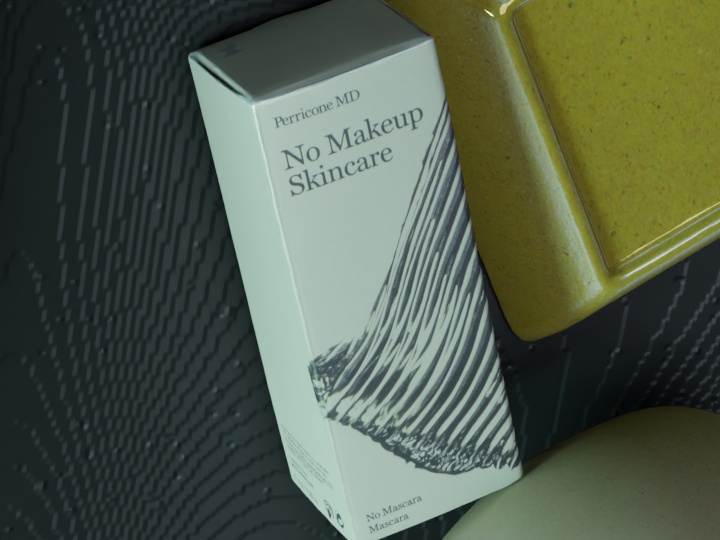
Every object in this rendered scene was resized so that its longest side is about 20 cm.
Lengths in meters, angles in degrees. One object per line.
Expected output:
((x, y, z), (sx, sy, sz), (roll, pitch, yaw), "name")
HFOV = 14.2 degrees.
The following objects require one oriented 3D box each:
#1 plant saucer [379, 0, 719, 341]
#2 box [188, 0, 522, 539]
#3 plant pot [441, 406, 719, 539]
((0.124, -0.087, 1.163), (0.200, 0.048, 0.200), (-30, 121, -10), "plant saucer")
((0.000, 0.000, 1.129), (0.082, 0.068, 0.200), (-22, 119, -15), "box")
((0.125, 0.135, 1.193), (0.200, 0.200, 0.135), (49, 51, -32), "plant pot")
